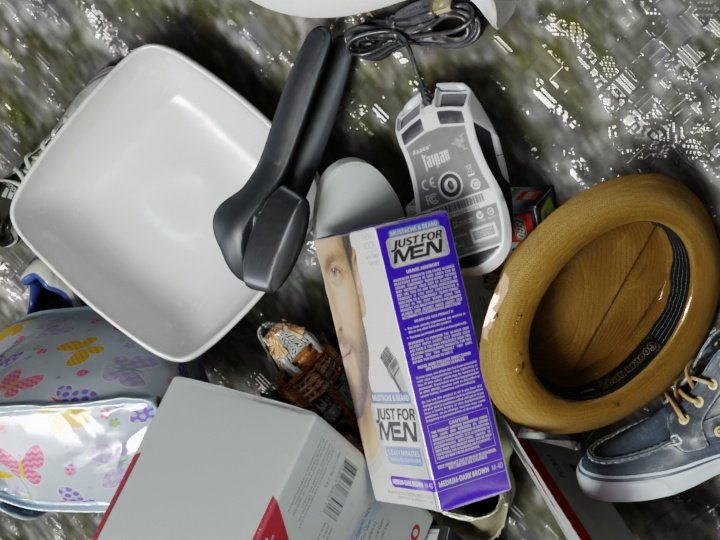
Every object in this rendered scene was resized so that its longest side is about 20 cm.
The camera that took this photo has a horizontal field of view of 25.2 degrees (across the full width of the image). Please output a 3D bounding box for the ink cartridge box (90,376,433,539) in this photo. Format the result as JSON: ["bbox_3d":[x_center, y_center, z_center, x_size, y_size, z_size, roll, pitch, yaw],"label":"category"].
[{"bbox_3d":[-0.067,0.197,1.215,0.144,0.145,0.200,10,156,37],"label":"ink cartridge box"}]

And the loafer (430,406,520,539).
[{"bbox_3d":[0.081,0.168,1.266,0.076,0.068,0.200,16,147,13],"label":"loafer"}]

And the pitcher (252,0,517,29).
[{"bbox_3d":[0.005,-0.253,1.076,0.200,0.121,0.172,7,101,16],"label":"pitcher"}]

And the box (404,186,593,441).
[{"bbox_3d":[0.109,0.035,1.223,0.110,0.035,0.200,1,117,31],"label":"box"}]

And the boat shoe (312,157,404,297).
[{"bbox_3d":[0.000,0.000,1.242,0.064,0.071,0.200,-130,24,-59],"label":"boat shoe"}]

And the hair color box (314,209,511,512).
[{"bbox_3d":[0.035,0.064,1.139,0.109,0.065,0.200,-10,93,66],"label":"hair color box"}]

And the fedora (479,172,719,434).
[{"bbox_3d":[0.157,0.015,1.130,0.082,0.200,0.201,-134,34,-55],"label":"fedora"}]

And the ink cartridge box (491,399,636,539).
[{"bbox_3d":[0.168,0.181,1.160,0.047,0.160,0.200,-30,135,0],"label":"ink cartridge box"}]

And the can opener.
[{"bbox_3d":[-0.049,-0.081,1.188,0.079,0.063,0.200,19,87,28],"label":"can opener"}]

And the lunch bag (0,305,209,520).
[{"bbox_3d":[-0.233,0.113,1.306,0.200,0.170,0.127,-2,116,7],"label":"lunch bag"}]

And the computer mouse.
[{"bbox_3d":[0.062,-0.094,1.150,0.110,0.044,0.200,-17,89,31],"label":"computer mouse"}]

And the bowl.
[{"bbox_3d":[-0.144,-0.054,1.259,0.200,0.075,0.200,41,98,0],"label":"bowl"}]

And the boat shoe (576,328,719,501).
[{"bbox_3d":[0.238,0.090,1.121,0.200,0.071,0.091,-18,111,4],"label":"boat shoe"}]

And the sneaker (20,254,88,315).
[{"bbox_3d":[-0.263,0.062,1.431,0.075,0.088,0.200,9,122,25],"label":"sneaker"}]

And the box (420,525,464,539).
[{"bbox_3d":[0.023,0.267,1.360,0.200,0.049,0.161,-6,142,34],"label":"box"}]

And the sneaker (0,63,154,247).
[{"bbox_3d":[-0.245,-0.079,1.317,0.076,0.115,0.201,45,130,0],"label":"sneaker"}]

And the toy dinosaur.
[{"bbox_3d":[-0.022,0.116,1.274,0.136,0.102,0.200,15,128,59],"label":"toy dinosaur"}]
